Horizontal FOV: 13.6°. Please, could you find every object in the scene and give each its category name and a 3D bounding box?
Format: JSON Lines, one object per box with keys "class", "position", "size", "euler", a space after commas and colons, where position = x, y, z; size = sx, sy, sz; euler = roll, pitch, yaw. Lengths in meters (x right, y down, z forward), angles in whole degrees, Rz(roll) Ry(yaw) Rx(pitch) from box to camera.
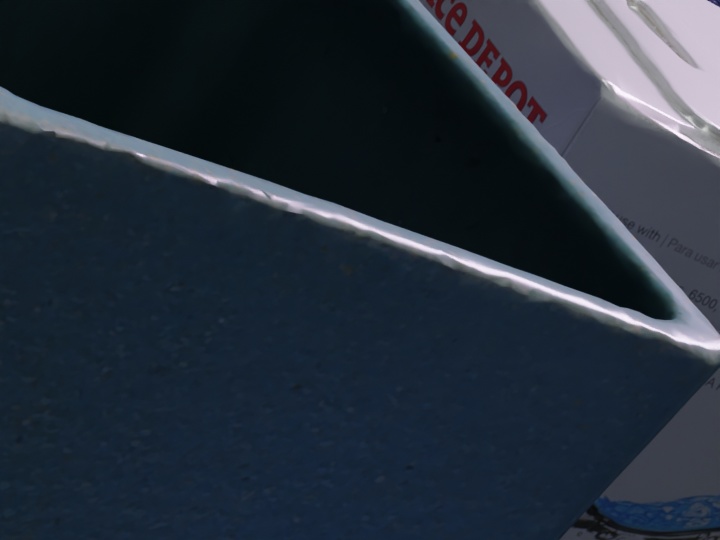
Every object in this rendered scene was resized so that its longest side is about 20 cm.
{"class": "ink cartridge box", "position": [0.043, 0.022, 0.839], "size": [0.144, 0.201, 0.147], "euler": [23, 21, -30]}
{"class": "plant pot", "position": [-0.088, 0.019, 0.619], "size": [0.195, 0.201, 0.197], "euler": [17, 24, -41]}
